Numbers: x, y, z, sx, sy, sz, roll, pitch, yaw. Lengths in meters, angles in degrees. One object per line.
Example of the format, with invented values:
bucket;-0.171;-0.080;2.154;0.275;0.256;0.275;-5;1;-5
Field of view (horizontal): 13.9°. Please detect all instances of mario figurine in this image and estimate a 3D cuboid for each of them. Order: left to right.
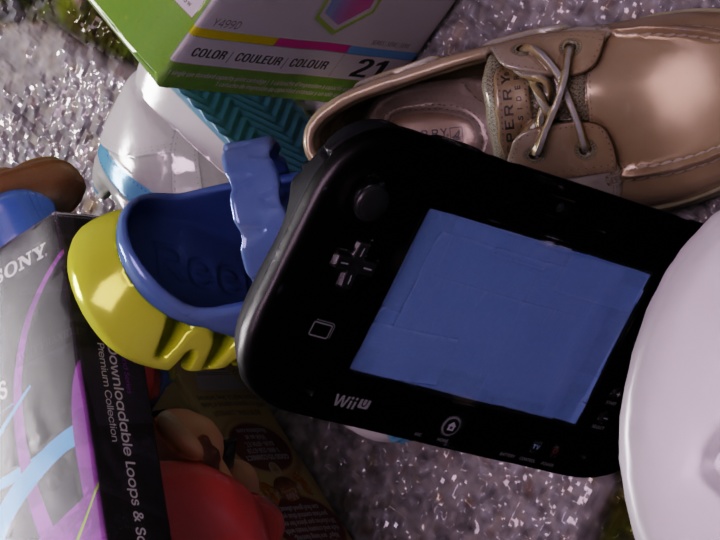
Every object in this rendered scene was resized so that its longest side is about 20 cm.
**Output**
mario figurine;-0.087;0.055;1.139;0.200;0.106;0.124;56;164;27

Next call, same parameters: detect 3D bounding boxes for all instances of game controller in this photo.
game controller;0.046;0.014;1.025;0.042;0.199;0.105;29;101;50

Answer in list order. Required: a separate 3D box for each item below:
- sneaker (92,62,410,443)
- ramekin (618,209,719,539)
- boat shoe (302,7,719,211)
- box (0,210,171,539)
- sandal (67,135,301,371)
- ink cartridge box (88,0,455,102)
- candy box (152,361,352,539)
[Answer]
sneaker;-0.034;-0.002;1.162;0.200;0.076;0.081;53;127;30
ramekin;0.178;0.053;0.930;0.199;0.097;0.202;-1;88;35
boat shoe;0.070;-0.056;1.085;0.199;0.065;0.073;-5;87;35
box;-0.128;0.097;1.067;0.143;0.036;0.201;-29;62;40
sandal;0.000;0.000;1.055;0.087;0.199;0.080;-46;50;42
ink cartridge box;0.001;-0.163;1.084;0.076;0.147;0.200;50;116;24
candy box;-0.071;0.115;1.192;0.115;0.055;0.200;-45;65;25
